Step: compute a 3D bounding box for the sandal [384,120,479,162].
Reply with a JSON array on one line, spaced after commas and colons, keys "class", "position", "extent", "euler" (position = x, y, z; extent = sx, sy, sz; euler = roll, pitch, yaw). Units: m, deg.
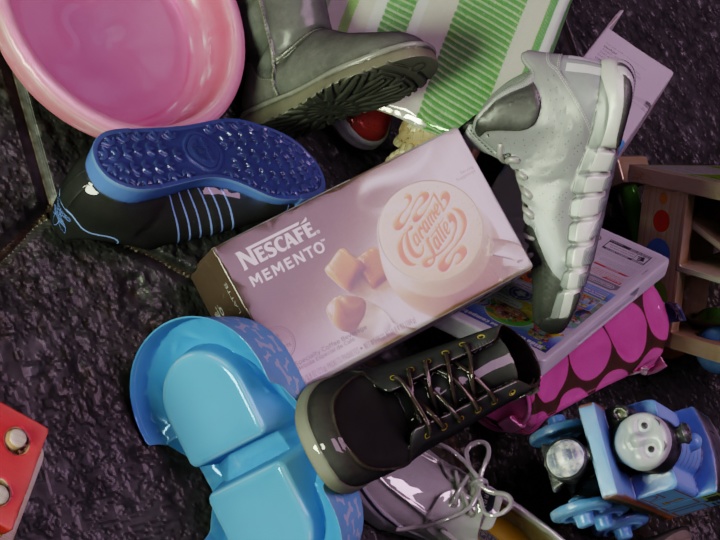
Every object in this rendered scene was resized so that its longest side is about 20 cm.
[{"class": "sandal", "position": [0.059, -0.110, 1.390], "extent": [0.212, 0.078, 0.070], "euler": [-43, 129, -32]}]

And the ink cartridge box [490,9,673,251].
[{"class": "ink cartridge box", "position": [0.172, -0.106, 1.425], "extent": [0.067, 0.116, 0.200], "euler": [34, 42, 5]}]

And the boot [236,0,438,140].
[{"class": "boot", "position": [-0.038, -0.207, 1.322], "extent": [0.073, 0.182, 0.200], "euler": [19, 60, -55]}]

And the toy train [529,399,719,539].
[{"class": "toy train", "position": [0.201, 0.142, 1.358], "extent": [0.200, 0.114, 0.087], "euler": [30, 42, -63]}]

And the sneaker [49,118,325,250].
[{"class": "sneaker", "position": [-0.117, -0.054, 1.241], "extent": [0.200, 0.078, 0.070], "euler": [0, 57, -43]}]

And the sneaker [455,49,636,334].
[{"class": "sneaker", "position": [0.117, -0.061, 1.294], "extent": [0.115, 0.200, 0.075], "euler": [14, 15, 6]}]

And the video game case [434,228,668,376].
[{"class": "video game case", "position": [0.126, 0.005, 1.392], "extent": [0.143, 0.018, 0.200], "euler": [26, 35, 25]}]

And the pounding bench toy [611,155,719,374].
[{"class": "pounding bench toy", "position": [0.273, -0.007, 1.528], "extent": [0.124, 0.200, 0.156], "euler": [-2, 103, -38]}]

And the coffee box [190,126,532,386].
[{"class": "coffee box", "position": [0.000, 0.000, 1.263], "extent": [0.200, 0.080, 0.115], "euler": [-26, 85, -21]}]

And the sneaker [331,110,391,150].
[{"class": "sneaker", "position": [0.021, -0.197, 1.402], "extent": [0.071, 0.112, 0.200], "euler": [17, 59, -37]}]

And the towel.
[{"class": "towel", "position": [0.045, -0.181, 1.347], "extent": [0.153, 0.200, 0.023], "euler": [-69, 163, 3]}]

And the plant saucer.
[{"class": "plant saucer", "position": [-0.174, -0.172, 1.269], "extent": [0.200, 0.051, 0.201], "euler": [18, 60, -33]}]

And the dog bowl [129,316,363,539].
[{"class": "dog bowl", "position": [-0.069, 0.119, 1.182], "extent": [0.050, 0.111, 0.200], "euler": [-21, 83, -58]}]

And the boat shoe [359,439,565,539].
[{"class": "boat shoe", "position": [0.074, 0.164, 1.291], "extent": [0.202, 0.086, 0.075], "euler": [39, 49, -20]}]

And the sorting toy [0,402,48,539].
[{"class": "sorting toy", "position": [-0.279, 0.131, 1.019], "extent": [0.200, 0.070, 0.199], "euler": [34, 51, -24]}]

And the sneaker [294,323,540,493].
[{"class": "sneaker", "position": [0.038, 0.078, 1.182], "extent": [0.075, 0.106, 0.200], "euler": [63, 25, 3]}]

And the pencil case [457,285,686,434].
[{"class": "pencil case", "position": [0.156, 0.063, 1.413], "extent": [0.200, 0.091, 0.094], "euler": [-21, 91, -42]}]

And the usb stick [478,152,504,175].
[{"class": "usb stick", "position": [0.105, -0.111, 1.488], "extent": [0.200, 0.033, 0.056], "euler": [38, 47, -21]}]

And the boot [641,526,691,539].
[{"class": "boot", "position": [0.205, 0.284, 1.358], "extent": [0.200, 0.073, 0.151], "euler": [-16, 80, -49]}]
